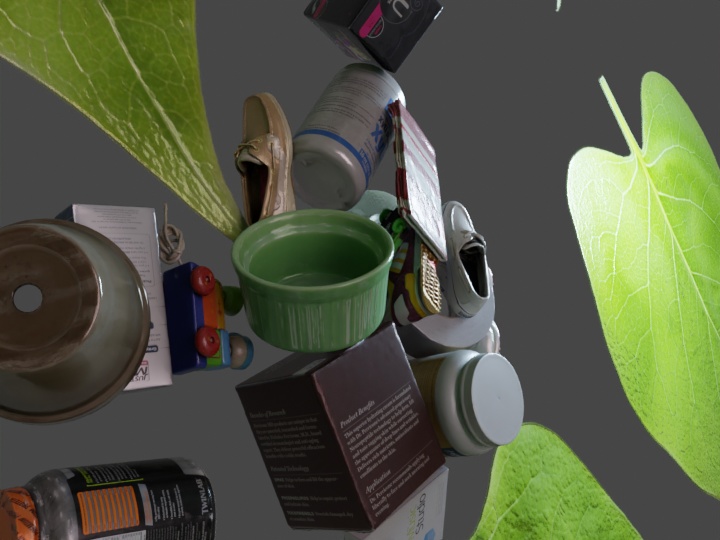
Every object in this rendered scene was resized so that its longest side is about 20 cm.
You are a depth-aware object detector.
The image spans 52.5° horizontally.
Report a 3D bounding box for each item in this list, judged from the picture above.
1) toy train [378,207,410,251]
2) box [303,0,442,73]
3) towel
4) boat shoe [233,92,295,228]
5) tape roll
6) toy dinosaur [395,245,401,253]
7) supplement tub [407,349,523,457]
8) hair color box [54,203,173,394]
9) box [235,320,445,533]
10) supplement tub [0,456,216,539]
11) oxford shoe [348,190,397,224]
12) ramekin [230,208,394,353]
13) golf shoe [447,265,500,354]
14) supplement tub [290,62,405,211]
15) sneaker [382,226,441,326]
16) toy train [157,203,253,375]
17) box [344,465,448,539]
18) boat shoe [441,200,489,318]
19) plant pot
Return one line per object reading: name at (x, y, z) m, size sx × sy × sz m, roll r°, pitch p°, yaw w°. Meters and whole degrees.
toy train at (0.005, 0.003, 1.015) m, size 0.201 × 0.042 × 0.056 m, roll -54°, pitch 141°, yaw 0°
box at (0.013, -0.395, 1.112) m, size 0.105 × 0.200 × 0.123 m, roll 35°, pitch 95°, yaw -33°
towel at (0.084, -0.129, 1.060) m, size 0.144 × 0.022 × 0.204 m, roll 42°, pitch 38°, yaw -51°
boat shoe at (-0.136, -0.147, 0.993) m, size 0.068 × 0.073 × 0.205 m, roll -1°, pitch 79°, yaw -49°
tape roll at (0.115, 0.039, 1.155) m, size 0.197 × 0.066 × 0.204 m, roll 16°, pitch 56°, yaw -24°
toy dinosaur at (0.000, 0.000, 1.058) m, size 0.197 × 0.102 × 0.058 m, roll -10°, pitch 43°, yaw -40°
supplement tub at (0.120, 0.195, 1.059) m, size 0.143 × 0.198 × 0.148 m, roll 15°, pitch 67°, yaw -41°
hair color box at (-0.273, 0.034, 0.807) m, size 0.099 × 0.060 × 0.205 m, roll 0°, pitch 78°, yaw -43°
box at (-0.024, 0.199, 0.936) m, size 0.165 × 0.163 × 0.204 m, roll -25°, pitch 96°, yaw -45°
supplement tub at (-0.252, 0.254, 0.718) m, size 0.198 × 0.121 × 0.125 m, roll 8°, pitch 72°, yaw -43°
oxford shoe at (0.005, -0.075, 1.131) m, size 0.074 × 0.059 × 0.199 m, roll 28°, pitch 34°, yaw 18°
ramekin at (-0.057, 0.012, 0.899) m, size 0.199 × 0.197 × 0.099 m, roll -36°, pitch 135°, yaw -45°
golf shoe at (0.186, 0.082, 1.263) m, size 0.090 × 0.075 × 0.204 m, roll 10°, pitch 65°, yaw -32°
supplement tub at (-0.022, -0.197, 1.083) m, size 0.132 × 0.131 × 0.202 m, roll 46°, pitch 51°, yaw -25°
sneaker at (0.065, -0.005, 1.058) m, size 0.075 × 0.089 × 0.202 m, roll 53°, pitch 27°, yaw -31°
toy train at (-0.188, 0.024, 0.893) m, size 0.115 × 0.083 × 0.204 m, roll 17°, pitch 61°, yaw -56°
box at (0.051, 0.372, 1.010) m, size 0.198 × 0.036 × 0.147 m, roll -22°, pitch 121°, yaw -45°
boat shoe at (0.164, -0.030, 1.139) m, size 0.071 × 0.066 × 0.204 m, roll 15°, pitch 56°, yaw -23°
plant pot at (-0.288, 0.038, 0.660) m, size 0.196 × 0.173 × 0.205 m, roll 3°, pitch 79°, yaw -18°
